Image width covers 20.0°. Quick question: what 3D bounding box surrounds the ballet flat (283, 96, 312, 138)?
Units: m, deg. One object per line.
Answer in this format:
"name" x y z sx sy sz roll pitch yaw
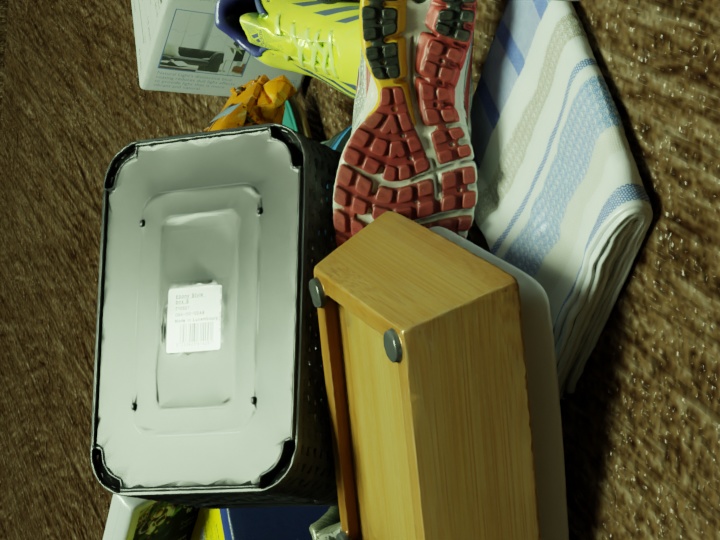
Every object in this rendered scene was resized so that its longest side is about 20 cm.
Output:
"ballet flat" -0.044 -0.042 1.438 0.063 0.068 0.201 69 -171 -51

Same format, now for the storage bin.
"storage bin" -0.069 0.029 1.149 0.134 0.094 0.202 -5 76 28

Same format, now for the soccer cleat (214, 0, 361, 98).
"soccer cleat" -0.032 -0.150 1.325 0.200 0.083 0.065 28 113 59

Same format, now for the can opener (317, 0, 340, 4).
"can opener" 0.003 -0.258 1.289 0.066 0.052 0.201 48 -137 -59

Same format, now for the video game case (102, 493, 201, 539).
"video game case" -0.101 0.166 1.384 0.023 0.199 0.182 42 138 22

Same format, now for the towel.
"towel" 0.093 -0.048 1.042 0.147 0.024 0.201 110 155 -43

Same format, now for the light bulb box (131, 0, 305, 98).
"light bulb box" -0.091 -0.263 1.473 0.200 0.124 0.199 117 150 -51

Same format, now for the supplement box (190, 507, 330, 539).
"supplement box" -0.054 0.224 1.339 0.201 0.108 0.110 108 156 -44

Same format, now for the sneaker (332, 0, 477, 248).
"sneaker" 0.032 -0.084 1.114 0.082 0.077 0.202 -68 -13 -79

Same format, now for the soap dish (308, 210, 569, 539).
"soap dish" 0.038 0.084 1.039 0.157 0.081 0.202 -146 47 -64

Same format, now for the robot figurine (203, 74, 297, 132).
"robot figurine" -0.071 -0.026 1.307 0.058 0.145 0.201 -23 34 38

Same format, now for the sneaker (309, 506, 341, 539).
"sneaker" 0.012 0.081 1.175 0.077 0.088 0.202 -149 63 -70

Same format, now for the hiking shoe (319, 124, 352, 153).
"hiking shoe" 0.000 0.000 1.247 0.087 0.074 0.201 136 130 -58
